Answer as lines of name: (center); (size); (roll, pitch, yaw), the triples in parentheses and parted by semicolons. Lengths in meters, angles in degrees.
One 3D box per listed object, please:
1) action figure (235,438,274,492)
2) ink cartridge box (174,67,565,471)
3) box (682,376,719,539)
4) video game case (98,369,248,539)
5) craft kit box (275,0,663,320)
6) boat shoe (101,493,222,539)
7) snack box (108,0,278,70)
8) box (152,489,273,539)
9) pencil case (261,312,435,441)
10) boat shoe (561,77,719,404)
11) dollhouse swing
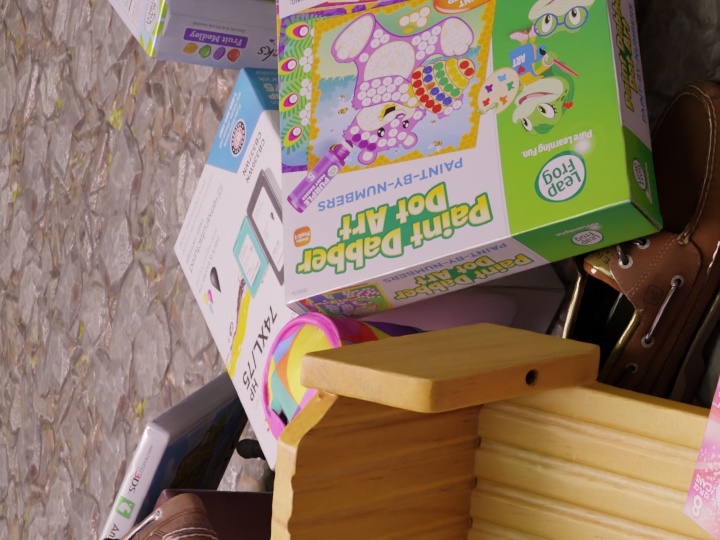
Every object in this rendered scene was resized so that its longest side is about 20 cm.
action figure: (-0.024, 0.110, 1.314); (0.200, 0.054, 0.119); (-40, 63, 56)
ink cartridge box: (0.000, 0.000, 1.189); (0.201, 0.145, 0.148); (61, 138, 43)
box: (0.232, 0.099, 0.804); (0.200, 0.094, 0.104); (38, 120, 57)
video game case: (-0.131, 0.160, 1.332); (0.183, 0.022, 0.200); (-66, -10, 16)
craft kit box: (0.049, -0.088, 1.035); (0.198, 0.048, 0.199); (-17, 63, 26)
boat shoe: (-0.135, 0.195, 1.165); (0.200, 0.072, 0.073); (-38, 47, 40)
snack box: (-0.060, -0.172, 1.266); (0.142, 0.198, 0.053); (53, 130, 50)
box: (-0.048, 0.263, 1.225); (0.167, 0.163, 0.201); (-66, 34, 31)
pencil case: (0.043, 0.078, 1.060); (0.088, 0.199, 0.089); (-25, 59, 50)
boat shoe: (0.146, -0.001, 1.003); (0.072, 0.067, 0.202); (34, 115, 60)
dollhouse swing: (0.080, 0.148, 0.938); (0.175, 0.181, 0.202); (19, 109, 45)
